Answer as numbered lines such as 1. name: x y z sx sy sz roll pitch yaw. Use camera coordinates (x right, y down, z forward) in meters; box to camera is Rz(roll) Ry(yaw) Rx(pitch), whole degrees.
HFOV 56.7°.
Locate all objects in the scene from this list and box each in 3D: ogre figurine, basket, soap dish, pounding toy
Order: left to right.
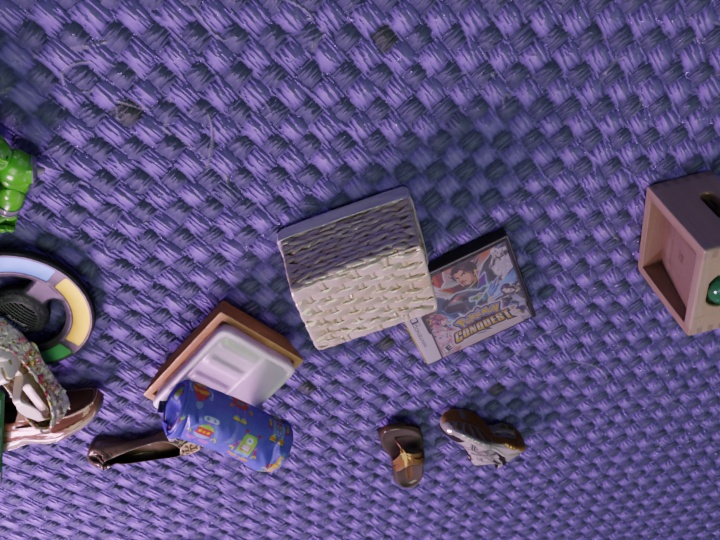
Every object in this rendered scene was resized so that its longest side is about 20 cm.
1. ogre figurine: -0.443 -0.117 0.738 0.118 0.099 0.201 -28 126 15
2. soap dish: -0.206 0.149 1.004 0.156 0.082 0.200 33 115 -31
3. basket: 0.000 0.000 0.904 0.195 0.125 0.137 -19 130 3
4. pounding toy: 0.514 -0.007 0.954 0.138 0.202 0.187 -14 130 0

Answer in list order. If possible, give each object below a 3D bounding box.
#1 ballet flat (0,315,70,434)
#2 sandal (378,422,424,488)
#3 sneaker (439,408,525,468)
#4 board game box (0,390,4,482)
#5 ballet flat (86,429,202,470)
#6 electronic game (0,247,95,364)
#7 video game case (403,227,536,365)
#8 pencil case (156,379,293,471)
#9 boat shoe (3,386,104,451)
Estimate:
1. ballet flat: -0.462 0.144 0.905 0.074 0.065 0.203 -17 126 9
2. sandal: 0.083 0.353 1.239 0.079 0.055 0.204 -11 129 -3
3. sneaker: 0.214 0.322 1.229 0.197 0.077 0.088 24 120 -26
4. board game box: -0.580 0.219 0.972 0.133 0.029 0.203 31 124 11
5. ballet flat: -0.356 0.302 1.115 0.194 0.047 0.069 -3 129 -9
6. electronic game: -0.463 0.055 0.904 0.194 0.042 0.204 -6 129 -7
7. video game case: 0.159 0.047 1.036 0.196 0.026 0.182 -25 128 8
8. pencil case: -0.193 0.229 0.964 0.198 0.078 0.088 30 88 -29
9. boat shoe: -0.488 0.215 1.005 0.195 0.076 0.073 -18 127 1
